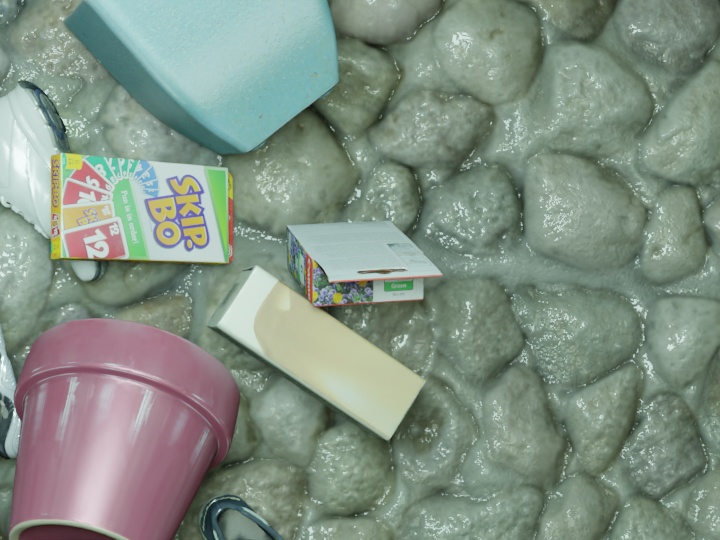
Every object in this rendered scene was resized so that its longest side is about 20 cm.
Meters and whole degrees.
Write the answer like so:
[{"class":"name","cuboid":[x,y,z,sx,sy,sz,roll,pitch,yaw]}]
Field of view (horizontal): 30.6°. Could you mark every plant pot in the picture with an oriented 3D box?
[{"class":"plant pot","cuboid":[-0.220,0.169,1.155,0.200,0.200,0.179,20,53,-11]},{"class":"plant pot","cuboid":[-0.131,-0.221,1.240,0.196,0.196,0.200,-40,105,-12]}]

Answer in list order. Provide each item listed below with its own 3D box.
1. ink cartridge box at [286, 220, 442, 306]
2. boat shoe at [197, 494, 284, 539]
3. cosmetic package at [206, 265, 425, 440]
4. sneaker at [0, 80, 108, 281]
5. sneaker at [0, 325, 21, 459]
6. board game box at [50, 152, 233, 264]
[{"class":"ink cartridge box","cuboid":[0.000,0.000,1.242,0.109,0.200,0.050,-3,107,-13]},{"class":"boat shoe","cuboid":[-0.080,0.299,1.278,0.075,0.062,0.200,-36,95,-14]},{"class":"cosmetic package","cuboid":[-0.045,0.079,1.279,0.200,0.105,0.071,35,81,-10]},{"class":"sneaker","cuboid":[-0.302,-0.077,1.257,0.087,0.075,0.200,-26,90,4]},{"class":"sneaker","cuboid":[-0.383,0.089,1.215,0.115,0.075,0.200,-15,93,-16]},{"class":"board game box","cuboid":[-0.199,-0.055,1.249,0.200,0.030,0.096,2,86,-43]}]
